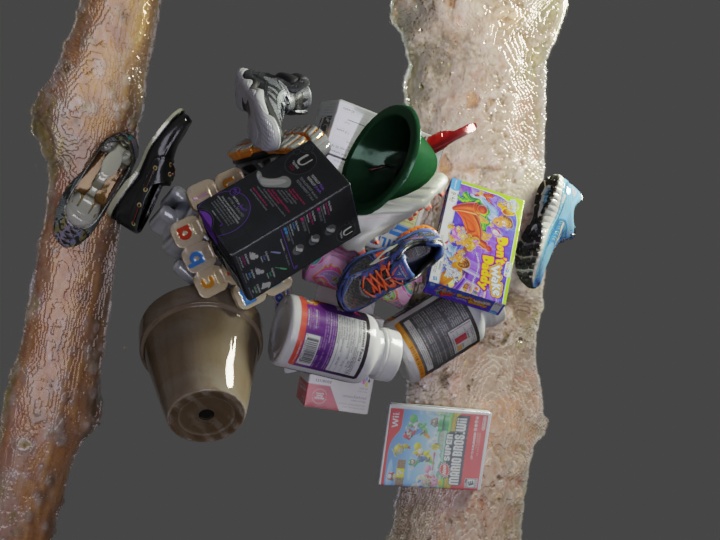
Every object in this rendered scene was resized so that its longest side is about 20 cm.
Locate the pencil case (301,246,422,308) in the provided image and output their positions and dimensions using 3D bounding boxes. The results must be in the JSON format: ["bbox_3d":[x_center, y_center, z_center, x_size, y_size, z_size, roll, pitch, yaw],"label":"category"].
[{"bbox_3d":[0.000,0.000,1.579,0.196,0.087,0.089,17,92,-14],"label":"pencil case"}]

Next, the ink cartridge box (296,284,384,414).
[{"bbox_3d":[-0.031,0.128,1.596,0.114,0.067,0.205,9,93,-17],"label":"ink cartridge box"}]

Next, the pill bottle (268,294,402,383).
[{"bbox_3d":[-0.037,0.114,1.497,0.196,0.111,0.114,16,92,-21],"label":"pill bottle"}]

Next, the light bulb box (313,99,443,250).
[{"bbox_3d":[0.006,-0.147,1.545,0.195,0.125,0.204,18,92,-18],"label":"light bulb box"}]

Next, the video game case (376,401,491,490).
[{"bbox_3d":[0.132,0.313,1.691,0.196,0.017,0.146,7,95,-17],"label":"video game case"}]

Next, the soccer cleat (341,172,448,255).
[{"bbox_3d":[0.046,-0.103,1.464,0.198,0.069,0.078,-34,98,-9],"label":"soccer cleat"}]

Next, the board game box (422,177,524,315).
[{"bbox_3d":[0.191,-0.042,1.592,0.132,0.045,0.204,16,63,-3],"label":"board game box"}]

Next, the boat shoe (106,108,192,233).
[{"bbox_3d":[-0.314,-0.154,1.474,0.062,0.074,0.204,32,93,2],"label":"boat shoe"}]

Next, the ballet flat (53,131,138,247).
[{"bbox_3d":[-0.408,-0.125,1.458,0.071,0.072,0.202,33,87,-17],"label":"ballet flat"}]

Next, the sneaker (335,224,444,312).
[{"bbox_3d":[0.047,-0.004,1.471,0.198,0.078,0.076,-36,108,-9],"label":"sneaker"}]

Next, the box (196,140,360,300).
[{"bbox_3d":[-0.115,-0.073,1.368,0.198,0.123,0.107,-31,142,-13],"label":"box"}]

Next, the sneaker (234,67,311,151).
[{"bbox_3d":[-0.123,-0.254,1.467,0.111,0.201,0.077,-6,129,-19],"label":"sneaker"}]

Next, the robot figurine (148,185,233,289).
[{"bbox_3d":[-0.231,-0.046,1.494,0.199,0.112,0.172,36,58,-16],"label":"robot figurine"}]

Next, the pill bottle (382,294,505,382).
[{"bbox_3d":[0.140,0.093,1.616,0.197,0.116,0.118,-29,103,-11],"label":"pill bottle"}]

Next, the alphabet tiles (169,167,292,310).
[{"bbox_3d":[-0.183,-0.049,1.446,0.193,0.015,0.203,-27,94,-28],"label":"alphabet tiles"}]

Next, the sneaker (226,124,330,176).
[{"bbox_3d":[-0.119,-0.174,1.489,0.078,0.197,0.079,-40,119,-41],"label":"sneaker"}]

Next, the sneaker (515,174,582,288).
[{"bbox_3d":[0.341,-0.061,1.679,0.088,0.078,0.204,21,91,-20],"label":"sneaker"}]

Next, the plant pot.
[{"bbox_3d":[-0.237,0.153,1.442,0.195,0.175,0.203,-7,132,-8],"label":"plant pot"}]

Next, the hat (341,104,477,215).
[{"bbox_3d":[0.092,-0.143,1.443,0.174,0.167,0.201,26,112,-36],"label":"hat"}]

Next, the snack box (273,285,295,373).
[{"bbox_3d":[-0.124,0.059,1.558,0.024,0.072,0.205,-7,99,5],"label":"snack box"}]
